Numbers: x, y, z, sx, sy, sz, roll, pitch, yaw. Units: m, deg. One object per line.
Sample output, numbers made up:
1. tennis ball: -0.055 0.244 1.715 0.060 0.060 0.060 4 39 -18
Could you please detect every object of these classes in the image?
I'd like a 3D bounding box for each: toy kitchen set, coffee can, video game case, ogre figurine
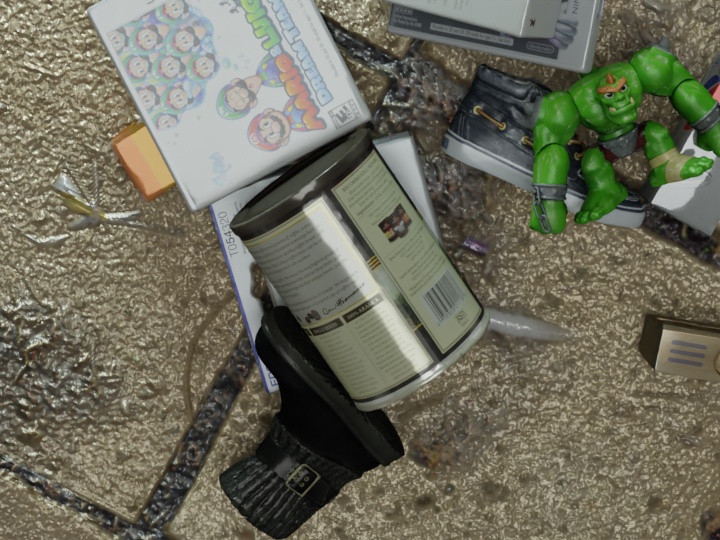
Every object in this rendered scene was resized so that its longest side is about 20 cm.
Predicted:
1. toy kitchen set: 0.372 0.011 1.636 0.179 0.163 0.202 9 100 -4
2. coffee can: 0.000 0.000 1.586 0.146 0.146 0.201 -34 101 4
3. video game case: 0.126 -0.281 1.592 0.199 0.023 0.183 16 102 27
4. video game case: -0.114 -0.180 1.586 0.181 0.024 0.201 -27 98 2
5. ogre figurine: 0.225 -0.120 1.589 0.199 0.098 0.121 -22 99 16

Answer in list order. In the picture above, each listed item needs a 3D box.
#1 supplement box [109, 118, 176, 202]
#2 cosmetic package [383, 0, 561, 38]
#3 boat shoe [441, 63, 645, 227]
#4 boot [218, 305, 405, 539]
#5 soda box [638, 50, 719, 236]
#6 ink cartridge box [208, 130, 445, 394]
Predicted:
1. supplement box: -0.125 -0.142 1.637 0.199 0.069 0.067 -30 101 5
2. cosmetic package: 0.077 -0.272 1.566 0.199 0.071 0.102 20 104 26
3. boat shoe: 0.180 -0.112 1.650 0.199 0.071 0.091 23 103 -4
4. boot: -0.073 0.145 1.657 0.157 0.080 0.211 -32 119 11
5. soda box: 0.335 -0.136 1.656 0.068 0.063 0.201 28 98 -7
6. ink cartridge box: -0.020 -0.007 1.679 0.198 0.043 0.198 -15 102 3
